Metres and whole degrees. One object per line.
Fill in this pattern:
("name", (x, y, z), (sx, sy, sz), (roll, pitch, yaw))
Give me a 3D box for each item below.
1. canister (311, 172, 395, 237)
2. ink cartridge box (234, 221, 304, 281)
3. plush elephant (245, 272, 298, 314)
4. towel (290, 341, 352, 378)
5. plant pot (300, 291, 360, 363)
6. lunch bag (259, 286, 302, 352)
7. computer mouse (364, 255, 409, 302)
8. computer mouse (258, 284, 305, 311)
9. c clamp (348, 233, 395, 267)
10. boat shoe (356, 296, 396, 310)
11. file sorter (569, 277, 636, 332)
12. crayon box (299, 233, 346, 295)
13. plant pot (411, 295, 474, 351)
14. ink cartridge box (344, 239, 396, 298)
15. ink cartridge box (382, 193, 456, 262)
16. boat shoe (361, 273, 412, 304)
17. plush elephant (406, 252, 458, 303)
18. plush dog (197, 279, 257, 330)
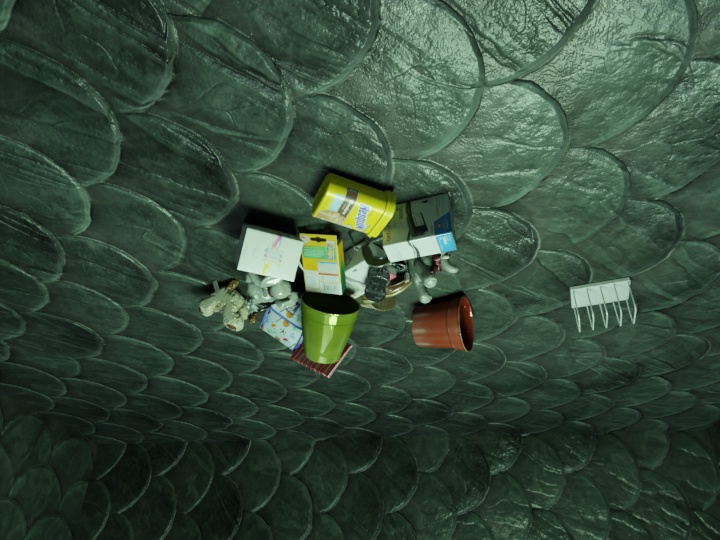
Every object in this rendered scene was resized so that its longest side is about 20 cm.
("canister", (-0.021, -0.181, 1.487), (0.197, 0.088, 0.149), (16, 144, -19))
("ink cartridge box", (-0.263, -0.054, 1.604), (0.197, 0.127, 0.128), (13, -172, -20))
("plush elephant", (-0.289, 0.044, 1.743), (0.152, 0.202, 0.166), (-10, 138, 11))
("towel", (-0.139, 0.285, 1.867), (0.198, 0.145, 0.023), (17, 148, 39))
("plant pot", (-0.113, 0.191, 1.760), (0.197, 0.201, 0.196), (7, 109, -10))
("lunch bag", (-0.249, 0.161, 1.920), (0.169, 0.124, 0.201), (33, 118, 5))
("computer mouse", (0.084, 0.024, 1.678), (0.138, 0.046, 0.202), (8, 136, 5))
("computer mouse", (-0.257, 0.100, 1.833), (0.198, 0.034, 0.059), (-25, -174, -9))
("c clamp", (0.072, -0.084, 1.599), (0.197, 0.172, 0.027), (-16, 137, 0))
("boat shoe", (0.032, 0.102, 1.939), (0.196, 0.074, 0.065), (6, -177, -16))
("file sorter", (0.862, 0.128, 1.902), (0.197, 0.126, 0.139), (-11, 146, 17))
("crayon box", (-0.116, -0.029, 1.673), (0.123, 0.052, 0.203), (5, 118, 17))
("plant pot", (0.300, 0.201, 1.978), (0.192, 0.204, 0.201), (-6, 147, 26))
("ink cartridge box", (0.000, 0.000, 1.760), (0.145, 0.084, 0.199), (27, 138, -35))
("ink cartridge box", (0.164, -0.120, 1.519), (0.197, 0.147, 0.085), (-11, 144, 17))
("boat shoe", (0.086, 0.051, 1.844), (0.197, 0.072, 0.068), (-22, 115, 14))
("plush elephant", (0.226, -0.025, 1.655), (0.153, 0.202, 0.166), (-20, 150, -10))
("plush dog", (-0.461, 0.126, 1.942), (0.197, 0.162, 0.172), (22, 168, 19))
